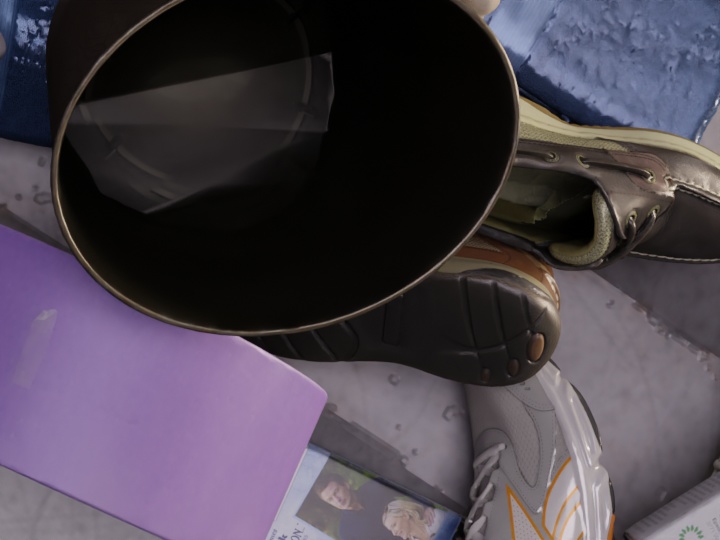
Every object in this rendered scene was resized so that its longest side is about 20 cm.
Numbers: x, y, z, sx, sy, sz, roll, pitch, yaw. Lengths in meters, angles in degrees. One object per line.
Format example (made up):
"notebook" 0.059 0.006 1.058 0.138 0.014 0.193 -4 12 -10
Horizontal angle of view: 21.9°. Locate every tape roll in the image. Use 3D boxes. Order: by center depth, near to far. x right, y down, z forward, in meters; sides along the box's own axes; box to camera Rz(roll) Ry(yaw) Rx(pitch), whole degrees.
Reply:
"tape roll" -0.120 0.050 0.795 0.199 0.200 0.086 26 80 -9

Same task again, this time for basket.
"basket" -0.055 -0.071 0.762 0.179 0.200 0.137 -13 110 -15

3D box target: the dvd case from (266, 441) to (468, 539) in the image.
"dvd case" 0.001 0.175 0.907 0.199 0.018 0.144 26 82 -10

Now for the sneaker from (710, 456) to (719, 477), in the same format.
"sneaker" 0.202 0.119 0.929 0.079 0.070 0.202 -2 87 -10

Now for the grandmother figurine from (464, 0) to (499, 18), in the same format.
"grandmother figurine" 0.011 -0.139 0.851 0.060 0.121 0.201 -18 133 -47

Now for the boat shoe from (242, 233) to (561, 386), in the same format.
"boat shoe" 0.000 0.000 0.893 0.198 0.074 0.076 15 124 5

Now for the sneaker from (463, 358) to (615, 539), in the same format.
"sneaker" 0.073 0.130 0.880 0.091 0.076 0.202 -12 73 -17

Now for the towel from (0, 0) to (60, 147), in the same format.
"towel" -0.160 -0.116 0.864 0.198 0.049 0.113 10 102 -12

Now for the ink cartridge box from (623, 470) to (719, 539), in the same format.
"ink cartridge box" 0.256 0.160 0.886 0.199 0.041 0.201 -29 97 -1

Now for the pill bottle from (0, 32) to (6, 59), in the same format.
"pill bottle" -0.247 -0.052 0.791 0.200 0.111 0.111 -44 96 9

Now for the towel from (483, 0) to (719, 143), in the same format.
"towel" 0.094 -0.140 0.924 0.199 0.049 0.112 33 82 -7

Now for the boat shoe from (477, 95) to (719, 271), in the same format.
"boat shoe" 0.102 -0.030 0.867 0.199 0.072 0.066 16 45 -23
